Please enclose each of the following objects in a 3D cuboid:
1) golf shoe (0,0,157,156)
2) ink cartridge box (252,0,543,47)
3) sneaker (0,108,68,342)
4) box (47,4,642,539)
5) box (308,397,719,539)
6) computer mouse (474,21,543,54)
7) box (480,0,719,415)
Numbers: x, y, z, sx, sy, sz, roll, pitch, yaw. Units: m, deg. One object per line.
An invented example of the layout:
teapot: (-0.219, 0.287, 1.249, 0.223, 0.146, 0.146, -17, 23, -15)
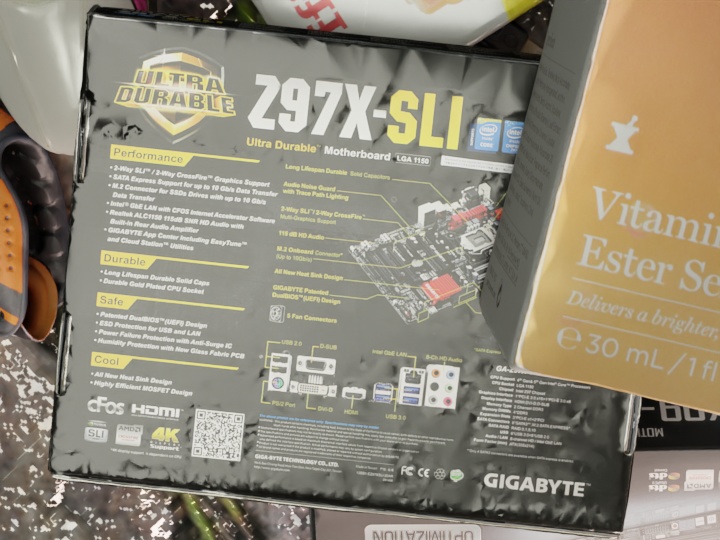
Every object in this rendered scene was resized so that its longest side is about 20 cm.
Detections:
golf shoe: (-0.125, -0.133, 0.915, 0.073, 0.092, 0.200, -9, 103, 14)
ink cartridge box: (0.037, -0.162, 0.920, 0.200, 0.083, 0.145, -32, 96, 7)
sneaker: (-0.184, 0.022, 1.045, 0.112, 0.078, 0.200, 26, 109, 7)
box: (0.000, 0.000, 0.883, 0.200, 0.049, 0.160, 6, 98, -1)
box: (0.083, 0.119, 0.977, 0.200, 0.050, 0.158, -1, 120, 2)
computer mouse: (0.040, -0.021, 1.001, 0.200, 0.046, 0.140, 39, 97, 2)
box: (0.135, -0.057, 0.797, 0.152, 0.106, 0.200, 12, 99, -4)
